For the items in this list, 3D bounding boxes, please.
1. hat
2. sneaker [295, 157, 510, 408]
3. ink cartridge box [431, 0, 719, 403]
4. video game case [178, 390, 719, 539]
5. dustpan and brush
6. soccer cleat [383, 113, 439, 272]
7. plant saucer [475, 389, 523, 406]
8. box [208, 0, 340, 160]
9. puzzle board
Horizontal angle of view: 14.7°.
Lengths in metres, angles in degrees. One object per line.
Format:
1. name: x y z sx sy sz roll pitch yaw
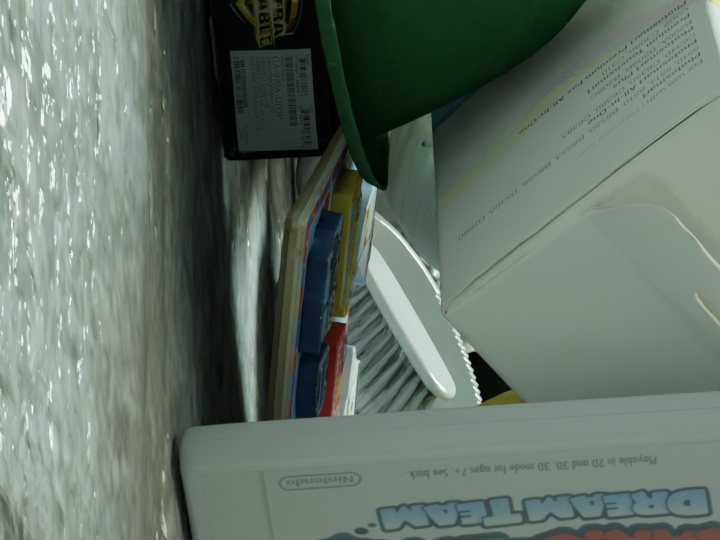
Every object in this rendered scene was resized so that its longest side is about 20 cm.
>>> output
1. hat: 0.076 -0.119 0.973 0.200 0.175 0.167 -78 159 -72
2. sneaker: 0.038 0.014 1.292 0.201 0.070 0.080 52 13 8
3. ink cartridge box: 0.109 -0.016 0.969 0.129 0.125 0.200 45 20 -20
4. video game case: 0.049 0.119 0.940 0.024 0.199 0.183 -90 174 -51
5. dustpan and brush: 0.000 0.000 1.205 0.139 0.057 0.201 13 46 -60
6. soccer cleat: 0.042 -0.088 1.120 0.078 0.069 0.201 93 -1 -54
7. plant saucer: 0.022 0.168 1.161 0.200 0.048 0.201 -56 153 -33
8. box: -0.030 -0.150 1.105 0.200 0.046 0.160 -80 167 -69
9. puzzle board: -0.016 0.052 1.030 0.151 0.017 0.201 -64 162 -68
